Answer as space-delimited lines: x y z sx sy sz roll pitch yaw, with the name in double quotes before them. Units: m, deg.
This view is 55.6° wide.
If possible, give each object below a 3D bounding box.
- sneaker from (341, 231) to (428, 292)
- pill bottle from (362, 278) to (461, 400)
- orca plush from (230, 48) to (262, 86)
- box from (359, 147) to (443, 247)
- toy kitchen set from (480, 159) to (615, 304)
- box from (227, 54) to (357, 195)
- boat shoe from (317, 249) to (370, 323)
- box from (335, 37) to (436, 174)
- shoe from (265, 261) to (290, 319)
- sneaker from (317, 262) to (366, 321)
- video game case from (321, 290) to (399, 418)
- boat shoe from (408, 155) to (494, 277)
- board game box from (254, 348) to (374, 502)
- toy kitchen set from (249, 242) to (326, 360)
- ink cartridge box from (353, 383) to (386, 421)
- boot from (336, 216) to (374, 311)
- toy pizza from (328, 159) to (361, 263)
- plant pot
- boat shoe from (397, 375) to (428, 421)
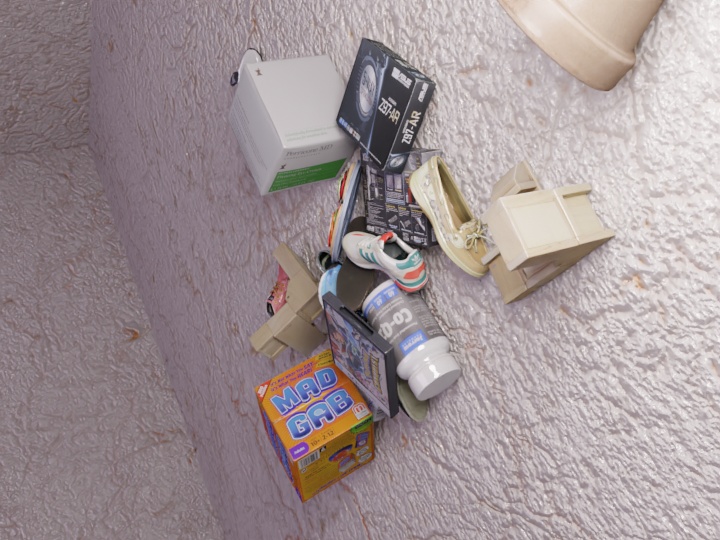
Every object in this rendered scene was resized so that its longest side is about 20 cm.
"sneaker" 0.040 -0.042 1.231 0.198 0.070 0.095 31 150 36
"pill bottle" 0.093 0.124 1.241 0.202 0.111 0.115 58 146 27
"orca plush" -0.254 -0.435 1.676 0.102 0.071 0.206 -9 102 15
"box" 0.074 -0.138 1.227 0.198 0.049 0.163 18 117 56
"toy kitchen set" 0.191 -0.059 0.930 0.200 0.177 0.167 -46 63 51
"box" -0.131 -0.292 1.366 0.204 0.195 0.172 63 147 16
"boat shoe" -0.035 0.033 1.448 0.072 0.062 0.202 -39 56 8
"box" 0.038 -0.287 1.179 0.201 0.043 0.163 53 130 44
"shoe" -0.198 0.052 1.730 0.071 0.089 0.206 -2 101 59
"sneaker" -0.021 0.078 1.370 0.088 0.078 0.205 3 119 36
"video game case" 0.001 0.159 1.274 0.180 0.025 0.203 39 151 35
"boat shoe" 0.151 -0.083 1.080 0.062 0.073 0.202 -36 88 42
"board game box" -0.100 0.348 1.539 0.201 0.196 0.203 50 156 36
"toy kitchen set" -0.176 0.091 1.651 0.181 0.200 0.163 49 -177 34
"ink cartridge box" 0.006 0.188 1.490 0.200 0.042 0.201 47 139 39
"boot" 0.000 0.000 1.327 0.076 0.071 0.205 72 -156 -56
"toy pizza" -0.035 -0.116 1.321 0.200 0.031 0.206 16 -91 -88
"plant pot" 0.257 -0.326 0.725 0.175 0.197 0.203 -49 60 35
"boat shoe" 0.066 0.202 1.337 0.066 0.074 0.203 -26 93 50
